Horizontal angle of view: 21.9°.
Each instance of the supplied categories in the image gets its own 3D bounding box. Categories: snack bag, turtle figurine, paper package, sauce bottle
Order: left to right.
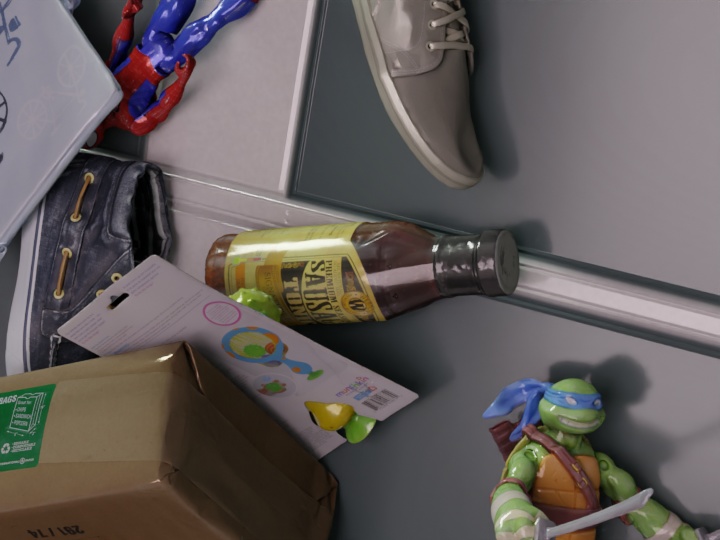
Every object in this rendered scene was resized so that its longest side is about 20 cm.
[{"bbox_3d":[-0.248,-0.119,1.269,0.189,0.021,0.200,-49,57,20],"label":"snack bag"},{"bbox_3d":[-0.149,0.143,1.184,0.199,0.191,0.104,-12,52,27],"label":"paper package"},{"bbox_3d":[0.000,0.000,1.168,0.199,0.066,0.066,-6,94,28],"label":"sauce bottle"},{"bbox_3d":[0.134,0.175,1.083,0.200,0.144,0.195,21,109,26],"label":"turtle figurine"}]

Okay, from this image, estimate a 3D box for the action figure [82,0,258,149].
[{"bbox_3d":[-0.126,-0.151,1.222,0.065,0.052,0.200,48,115,9],"label":"action figure"}]

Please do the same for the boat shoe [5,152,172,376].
[{"bbox_3d":[-0.181,0.020,1.253,0.091,0.071,0.201,6,97,29],"label":"boat shoe"}]

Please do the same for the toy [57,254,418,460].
[{"bbox_3d":[-0.073,0.046,1.165,0.200,0.047,0.115,32,137,-24],"label":"toy"}]

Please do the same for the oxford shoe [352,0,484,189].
[{"bbox_3d":[0.038,-0.147,1.128,0.058,0.075,0.201,-21,82,29],"label":"oxford shoe"}]
